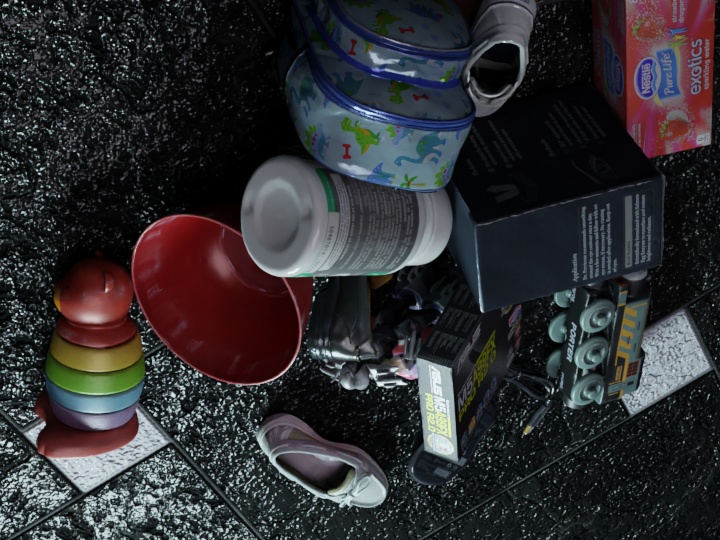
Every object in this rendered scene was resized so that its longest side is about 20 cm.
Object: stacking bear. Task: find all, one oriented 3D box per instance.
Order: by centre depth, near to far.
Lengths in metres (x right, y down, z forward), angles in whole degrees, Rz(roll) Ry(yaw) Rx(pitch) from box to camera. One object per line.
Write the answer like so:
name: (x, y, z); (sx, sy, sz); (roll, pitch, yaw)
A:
stacking bear: (-0.283, 0.081, 1.434); (0.113, 0.122, 0.201); (1, 116, -15)

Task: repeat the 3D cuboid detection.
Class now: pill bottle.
pill bottle: (-0.009, -0.051, 1.316); (0.199, 0.113, 0.114); (-1, 128, -46)

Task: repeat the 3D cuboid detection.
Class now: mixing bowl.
mixing bowl: (-0.125, 0.006, 1.401); (0.199, 0.108, 0.201); (15, 126, 21)

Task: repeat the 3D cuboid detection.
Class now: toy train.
toy train: (0.288, 0.074, 1.623); (0.113, 0.085, 0.201); (-14, 126, -23)

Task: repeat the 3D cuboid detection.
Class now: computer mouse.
computer mouse: (0.147, 0.184, 1.673); (0.140, 0.046, 0.201); (19, 112, -28)

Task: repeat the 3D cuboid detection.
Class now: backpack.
backpack: (0.019, -0.180, 1.273); (0.182, 0.201, 0.148); (7, 130, -21)

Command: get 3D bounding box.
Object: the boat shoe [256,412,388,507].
boat shoe: (-0.041, 0.242, 1.640); (0.074, 0.065, 0.202); (-42, 125, 14)

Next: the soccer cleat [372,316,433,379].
soccer cleat: (0.038, 0.094, 1.567); (0.199, 0.067, 0.077); (5, 127, -23)

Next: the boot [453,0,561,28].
boot: (0.130, -0.337, 1.306); (0.188, 0.069, 0.200); (-33, 123, 23)

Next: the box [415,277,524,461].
box: (0.125, 0.083, 1.493); (0.044, 0.200, 0.161); (16, 139, 21)

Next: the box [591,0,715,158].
box: (0.301, -0.224, 1.405); (0.099, 0.096, 0.201); (-13, 127, -7)

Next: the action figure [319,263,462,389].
action figure: (0.032, 0.063, 1.468); (0.200, 0.129, 0.070); (-44, 135, -37)

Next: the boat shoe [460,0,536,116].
boat shoe: (0.124, -0.196, 1.339); (0.073, 0.066, 0.200); (9, 156, 1)

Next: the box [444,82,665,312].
box: (0.183, -0.080, 1.406); (0.198, 0.197, 0.118); (-14, 128, -7)

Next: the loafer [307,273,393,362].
loafer: (0.000, 0.000, 1.426); (0.072, 0.202, 0.073); (9, 169, 12)
